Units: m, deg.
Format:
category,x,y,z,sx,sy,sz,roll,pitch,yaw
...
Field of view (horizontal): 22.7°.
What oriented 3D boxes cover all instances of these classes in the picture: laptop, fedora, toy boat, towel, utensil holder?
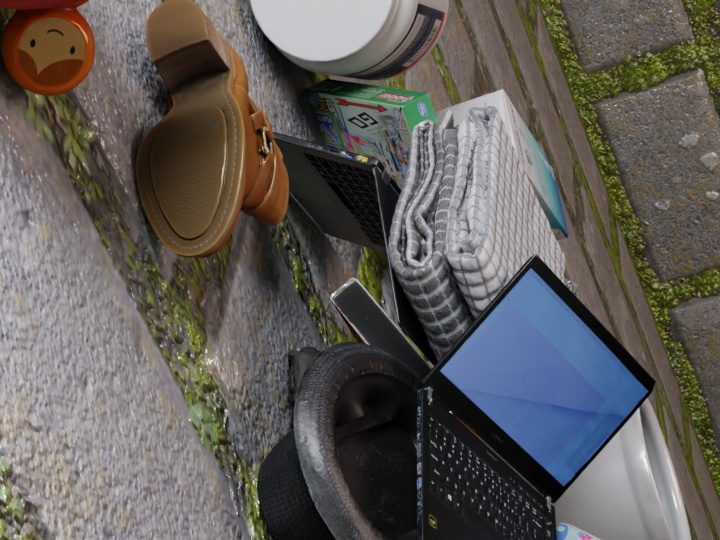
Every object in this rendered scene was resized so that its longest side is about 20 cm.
category,x,y,z,sx,sy,sz,roll,pitch,yaw
laptop,0.126,0.130,1.219,0.177,0.103,0.201,43,35,-37
laptop,0.000,0.000,1.367,0.116,0.199,0.187,-64,150,-15
fedora,-0.004,0.145,1.198,0.200,0.091,0.201,40,35,-37
toy boat,-0.164,-0.159,0.969,0.200,0.130,0.131,-39,141,-74
towel,0.085,-0.006,1.318,0.200,0.085,0.166,-83,151,-51
utensil holder,0.183,0.215,1.626,0.170,0.199,0.171,-16,90,-75

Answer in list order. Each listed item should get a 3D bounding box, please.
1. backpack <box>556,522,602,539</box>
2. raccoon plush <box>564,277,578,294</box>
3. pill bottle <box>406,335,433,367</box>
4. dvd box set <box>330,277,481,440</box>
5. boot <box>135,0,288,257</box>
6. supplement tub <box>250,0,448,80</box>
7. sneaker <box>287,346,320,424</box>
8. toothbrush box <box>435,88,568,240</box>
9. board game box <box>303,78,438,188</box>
category,x,y,z,sx,sy,sz,roll,pitch,yaw
backpack,0.183,0.295,1.313,0.200,0.151,0.178,30,-22,34
raccoon plush,0.163,0.074,1.834,0.097,0.133,0.201,47,30,-61
pill bottle,0.095,0.031,1.678,0.111,0.111,0.201,55,22,-50
dvd box set,0.050,0.103,1.440,0.146,0.029,0.200,50,-5,29
boot,-0.087,-0.066,1.197,0.155,0.073,0.201,59,22,-55
supplement tub,-0.008,-0.236,1.530,0.200,0.140,0.141,-15,88,-76
sneaker,0.002,0.109,1.316,0.200,0.079,0.074,51,28,-52
toothbrush box,0.110,-0.084,1.792,0.200,0.146,0.086,48,29,-61
board game box,0.024,-0.089,1.503,0.200,0.029,0.135,20,-47,64
